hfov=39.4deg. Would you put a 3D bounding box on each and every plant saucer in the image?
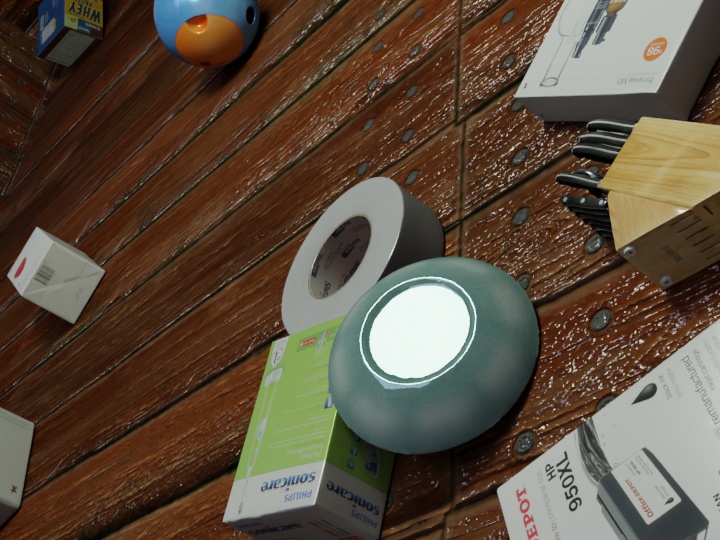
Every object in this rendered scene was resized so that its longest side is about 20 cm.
[{"bbox_3d":[0.056,0.061,0.888,0.199,0.039,0.203,-13,51,17],"label":"plant saucer"}]

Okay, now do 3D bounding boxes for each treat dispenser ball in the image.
[{"bbox_3d":[-0.291,-0.487,1.909,0.200,0.200,0.202,-38,33,31],"label":"treat dispenser ball"}]

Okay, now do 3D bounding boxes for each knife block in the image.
[{"bbox_3d":[0.250,-0.085,0.796,0.199,0.064,0.177,-34,36,36],"label":"knife block"}]

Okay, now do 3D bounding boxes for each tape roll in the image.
[{"bbox_3d":[0.000,0.000,1.101,0.200,0.066,0.202,-38,34,32],"label":"tape roll"}]

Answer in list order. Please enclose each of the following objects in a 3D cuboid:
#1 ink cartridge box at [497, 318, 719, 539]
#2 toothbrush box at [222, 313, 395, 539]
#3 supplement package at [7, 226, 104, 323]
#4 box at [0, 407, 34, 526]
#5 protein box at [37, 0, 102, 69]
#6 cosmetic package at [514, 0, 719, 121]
[{"bbox_3d":[0.193,0.152,0.623,0.200,0.084,0.145,-44,30,24],"label":"ink cartridge box"},{"bbox_3d":[-0.038,0.158,0.979,0.145,0.086,0.202,-23,42,44],"label":"toothbrush box"},{"bbox_3d":[-0.603,0.006,1.980,0.122,0.119,0.200,-60,28,-5],"label":"supplement package"},{"bbox_3d":[-0.691,0.335,1.700,0.171,0.198,0.201,-43,31,22],"label":"box"},{"bbox_3d":[-0.942,-0.804,3.260,0.199,0.134,0.201,-27,60,42],"label":"protein box"},{"bbox_3d":[0.251,-0.215,0.944,0.199,0.051,0.152,14,76,60],"label":"cosmetic package"}]
